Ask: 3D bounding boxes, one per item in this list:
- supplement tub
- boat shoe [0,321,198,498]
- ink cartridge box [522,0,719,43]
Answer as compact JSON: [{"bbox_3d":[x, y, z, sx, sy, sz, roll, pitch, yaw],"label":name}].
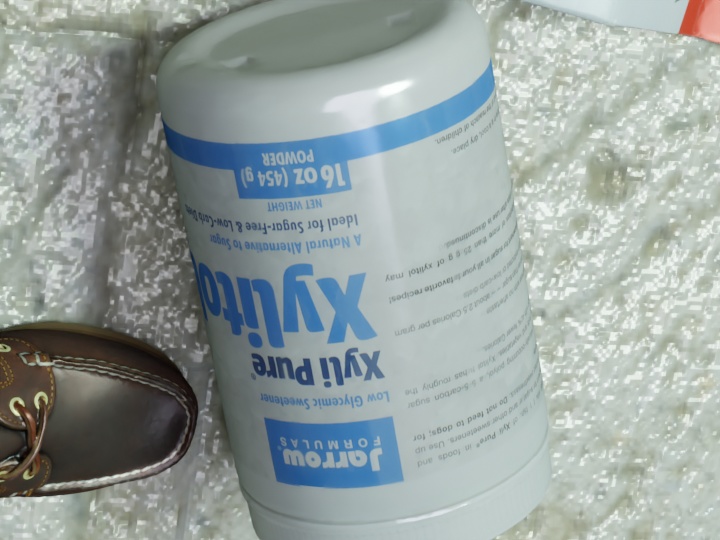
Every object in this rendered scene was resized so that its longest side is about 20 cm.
[{"bbox_3d":[0.000,0.000,0.989,0.131,0.132,0.202,-16,111,-14],"label":"supplement tub"},{"bbox_3d":[-0.155,0.059,0.986,0.198,0.070,0.071,3,105,-22],"label":"boat shoe"},{"bbox_3d":[0.142,-0.173,1.030,0.198,0.047,0.161,13,102,-21],"label":"ink cartridge box"}]
